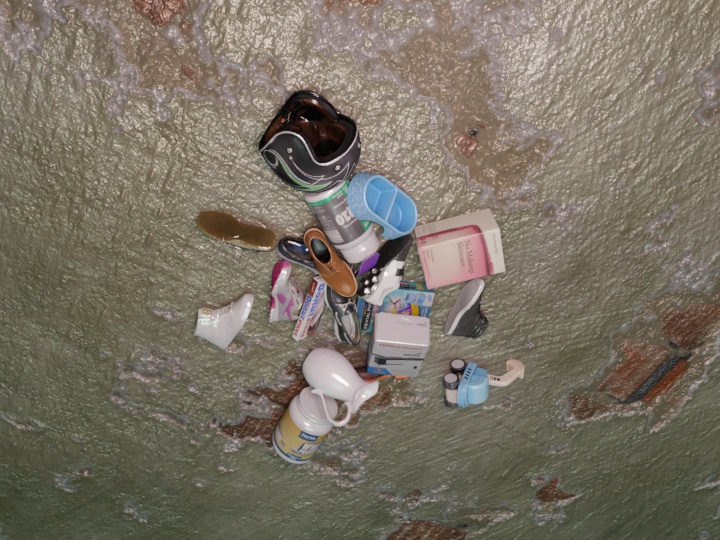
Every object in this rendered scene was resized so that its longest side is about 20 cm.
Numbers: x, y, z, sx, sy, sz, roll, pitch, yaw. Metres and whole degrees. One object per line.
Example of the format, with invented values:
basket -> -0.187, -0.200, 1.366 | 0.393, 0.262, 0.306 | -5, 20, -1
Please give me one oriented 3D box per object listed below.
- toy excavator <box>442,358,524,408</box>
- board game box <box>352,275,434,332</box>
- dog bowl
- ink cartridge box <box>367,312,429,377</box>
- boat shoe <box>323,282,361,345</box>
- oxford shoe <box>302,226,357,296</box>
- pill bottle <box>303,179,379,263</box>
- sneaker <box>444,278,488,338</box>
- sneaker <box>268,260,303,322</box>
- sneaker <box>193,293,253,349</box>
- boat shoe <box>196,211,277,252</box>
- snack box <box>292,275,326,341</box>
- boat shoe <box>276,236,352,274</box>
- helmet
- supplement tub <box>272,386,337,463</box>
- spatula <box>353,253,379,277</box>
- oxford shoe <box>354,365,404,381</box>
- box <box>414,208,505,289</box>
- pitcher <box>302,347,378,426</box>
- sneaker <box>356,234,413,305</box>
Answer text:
toy excavator -> 0.355, 0.320, 1.630 | 0.198, 0.195, 0.101 | 10, 126, 25
board game box -> 0.085, 0.100, 1.523 | 0.198, 0.047, 0.152 | 6, 122, -6
dog bowl -> 0.057, -0.149, 1.311 | 0.199, 0.112, 0.049 | 31, 162, -36
ink cartridge box -> 0.097, 0.201, 1.505 | 0.143, 0.085, 0.201 | 5, 146, -2
boat shoe -> -0.040, 0.103, 1.474 | 0.075, 0.060, 0.202 | -35, 122, -31
oxford shoe -> -0.072, -0.008, 1.355 | 0.071, 0.071, 0.201 | -35, 112, 3
pill bottle -> -0.039, -0.123, 1.339 | 0.112, 0.114, 0.201 | -24, 120, 13
sneaker -> 0.309, 0.105, 1.524 | 0.098, 0.071, 0.201 | 14, 127, -13
sneaker -> -0.188, 0.055, 1.469 | 0.087, 0.082, 0.201 | 4, 135, -9
sneaker -> -0.371, 0.121, 1.506 | 0.115, 0.074, 0.200 | 27, 119, -21
boat shoe -> -0.301, -0.084, 1.381 | 0.198, 0.074, 0.065 | 20, 156, -1
snack box -> -0.123, 0.096, 1.503 | 0.024, 0.072, 0.201 | 39, 124, 27
boat shoe -> -0.110, -0.039, 1.408 | 0.198, 0.071, 0.066 | 21, 161, -7
helmet -> -0.099, -0.260, 1.207 | 0.190, 0.201, 0.200 | 33, 116, -24
supplement tub -> -0.164, 0.457, 1.682 | 0.143, 0.145, 0.201 | 22, 119, -15
spatula -> 0.000, 0.000, 1.409 | 0.056, 0.200, 0.021 | -31, 87, -23
oxford shoe -> 0.059, 0.273, 1.630 | 0.198, 0.071, 0.073 | -8, 103, -2
box -> 0.242, -0.053, 1.395 | 0.198, 0.109, 0.129 | -14, 122, 7
pitcher -> -0.076, 0.315, 1.551 | 0.199, 0.172, 0.122 | 31, 146, 23
sneaker -> 0.077, -0.001, 1.432 | 0.088, 0.074, 0.201 | 34, 94, -36
